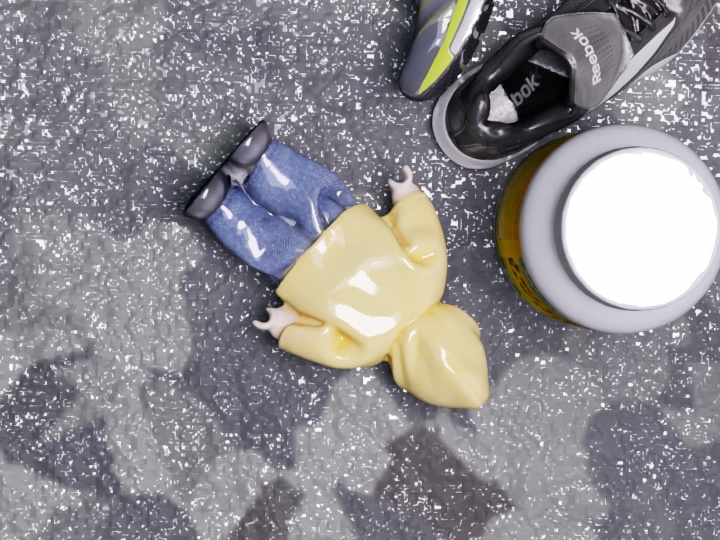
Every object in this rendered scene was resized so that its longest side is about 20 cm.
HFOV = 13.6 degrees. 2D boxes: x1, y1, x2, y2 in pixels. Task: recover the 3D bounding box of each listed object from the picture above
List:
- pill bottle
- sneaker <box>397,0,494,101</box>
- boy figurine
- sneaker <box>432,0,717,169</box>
[{"bbox_3d":[0.137,-0.022,1.632,0.112,0.200,0.114,0,91,-4],"label":"pill bottle"},{"bbox_3d":[0.043,-0.194,1.696,0.080,0.074,0.201,11,84,5],"label":"sneaker"},{"bbox_3d":[0.000,0.000,1.692,0.200,0.064,0.125,38,88,-4],"label":"boy figurine"},{"bbox_3d":[0.131,-0.124,1.685,0.200,0.090,0.067,-35,94,-3],"label":"sneaker"}]
